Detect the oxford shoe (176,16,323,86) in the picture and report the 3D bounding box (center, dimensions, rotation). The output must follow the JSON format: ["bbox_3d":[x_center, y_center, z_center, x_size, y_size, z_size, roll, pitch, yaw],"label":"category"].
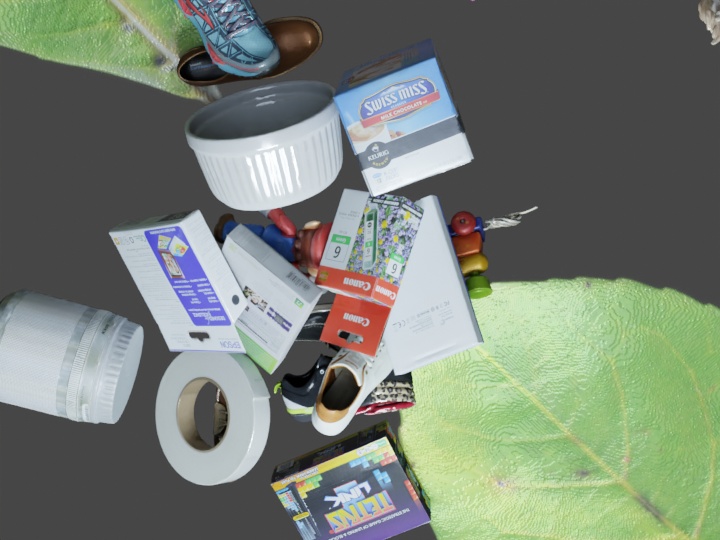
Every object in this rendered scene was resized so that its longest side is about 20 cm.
[{"bbox_3d":[-0.144,-0.277,1.215,0.199,0.071,0.072,-17,107,7],"label":"oxford shoe"}]

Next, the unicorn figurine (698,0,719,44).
[{"bbox_3d":[0.473,-0.383,1.126,0.074,0.138,0.200,32,124,-19],"label":"unicorn figurine"}]

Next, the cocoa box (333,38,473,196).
[{"bbox_3d":[0.053,-0.197,1.164,0.133,0.200,0.132,-19,108,9],"label":"cocoa box"}]

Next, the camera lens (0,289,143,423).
[{"bbox_3d":[-0.427,0.124,1.327,0.199,0.160,0.161,15,110,-2],"label":"camera lens"}]

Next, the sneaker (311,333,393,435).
[{"bbox_3d":[0.004,0.121,1.233,0.072,0.201,0.085,26,153,8],"label":"sneaker"}]

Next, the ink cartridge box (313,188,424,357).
[{"bbox_3d":[0.000,0.000,1.206,0.050,0.109,0.201,25,81,-47],"label":"ink cartridge box"}]

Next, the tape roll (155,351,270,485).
[{"bbox_3d":[-0.216,0.208,1.352,0.202,0.037,0.204,-3,85,35],"label":"tape roll"}]

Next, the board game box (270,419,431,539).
[{"bbox_3d":[-0.013,0.345,1.444,0.199,0.057,0.166,-25,106,11],"label":"board game box"}]

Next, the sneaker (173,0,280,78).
[{"bbox_3d":[-0.175,-0.322,1.146,0.079,0.096,0.200,-39,78,-15],"label":"sneaker"}]

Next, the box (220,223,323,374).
[{"bbox_3d":[-0.142,0.043,1.276,0.144,0.036,0.200,40,140,5],"label":"box"}]

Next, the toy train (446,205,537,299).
[{"bbox_3d":[0.155,-0.014,1.261,0.199,0.085,0.116,-15,64,8],"label":"toy train"}]

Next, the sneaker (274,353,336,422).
[{"bbox_3d":[-0.033,0.159,1.368,0.199,0.072,0.083,-21,107,10],"label":"sneaker"}]

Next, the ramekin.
[{"bbox_3d":[-0.116,-0.159,1.194,0.199,0.201,0.106,-9,119,6],"label":"ramekin"}]

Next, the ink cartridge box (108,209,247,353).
[{"bbox_3d":[-0.243,0.019,1.284,0.197,0.043,0.201,-3,116,47],"label":"ink cartridge box"}]

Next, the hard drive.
[{"bbox_3d":[0.073,0.020,1.223,0.131,0.025,0.201,-25,74,32],"label":"hard drive"}]

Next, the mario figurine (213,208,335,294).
[{"bbox_3d":[-0.097,-0.037,1.312,0.199,0.107,0.124,3,147,13],"label":"mario figurine"}]

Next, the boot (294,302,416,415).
[{"bbox_3d":[-0.015,0.125,1.317,0.199,0.073,0.152,-4,68,-2],"label":"boot"}]

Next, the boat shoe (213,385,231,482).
[{"bbox_3d":[-0.186,0.226,1.400,0.075,0.072,0.201,1,110,2],"label":"boat shoe"}]
